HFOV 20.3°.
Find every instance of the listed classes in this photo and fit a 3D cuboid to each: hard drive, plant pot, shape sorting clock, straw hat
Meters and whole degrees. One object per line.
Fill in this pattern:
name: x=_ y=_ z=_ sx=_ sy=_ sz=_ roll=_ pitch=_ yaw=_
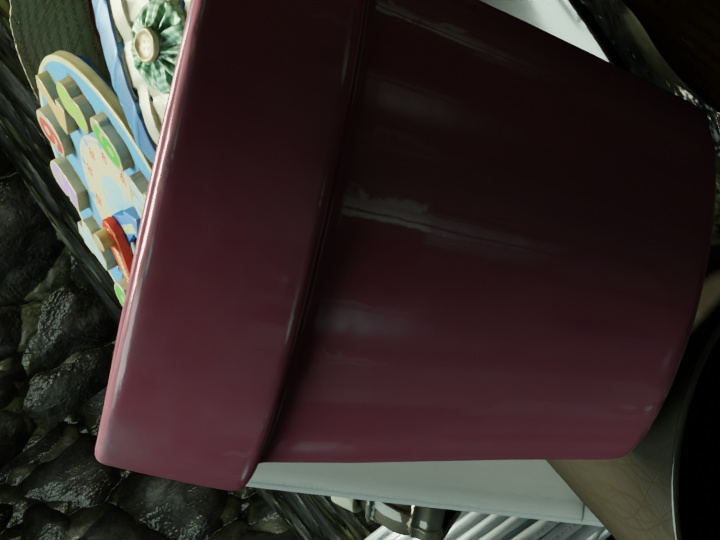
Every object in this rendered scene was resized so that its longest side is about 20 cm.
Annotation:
hard drive: x=0.028 y=0.041 z=0.924 sx=0.199 sy=0.132 sz=0.027 roll=6 pitch=168 yaw=8
plant pot: x=0.016 y=-0.015 z=0.689 sx=0.178 sy=0.201 sz=0.200 roll=12 pitch=172 yaw=-7
shape sorting clock: x=-0.126 y=-0.025 z=1.090 sx=0.200 sy=0.039 sz=0.200 roll=47 pitch=157 yaw=28
straw hat: x=-0.127 y=-0.171 z=1.243 sx=0.085 sy=0.201 sz=0.201 roll=-11 pitch=125 yaw=32

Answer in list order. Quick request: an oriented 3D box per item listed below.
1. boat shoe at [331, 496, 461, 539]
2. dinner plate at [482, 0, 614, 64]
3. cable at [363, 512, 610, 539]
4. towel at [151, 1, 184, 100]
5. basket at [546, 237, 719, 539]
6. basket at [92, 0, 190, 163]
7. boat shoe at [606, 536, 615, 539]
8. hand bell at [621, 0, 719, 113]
boat shoe: x=0.064 y=0.062 z=0.999 sx=0.060 sy=0.202 sz=0.072 roll=29 pitch=137 yaw=21
dinner plate: x=0.065 y=-0.091 z=0.912 sx=0.200 sy=0.024 sz=0.200 roll=49 pitch=169 yaw=13
cable: x=0.084 y=0.141 z=1.110 sx=0.200 sy=0.200 sz=0.069 roll=-17 pitch=-113 yaw=-53
towel: x=-0.115 y=-0.148 z=1.138 sx=0.112 sy=0.048 sz=0.201 roll=-112 pitch=20 yaw=-74
basket: x=0.143 y=0.057 z=0.785 sx=0.200 sy=0.136 sz=0.181 roll=-143 pitch=39 yaw=-69
basket: x=-0.057 y=-0.128 z=0.915 sx=0.200 sy=0.139 sz=0.177 roll=158 pitch=101 yaw=-69
boat shoe: x=0.141 y=0.158 z=1.302 sx=0.069 sy=0.057 sz=0.200 roll=38 pitch=162 yaw=53
hand bell: x=0.080 y=-0.109 z=0.679 sx=0.200 sy=0.104 sz=0.104 roll=42 pitch=170 yaw=-6
